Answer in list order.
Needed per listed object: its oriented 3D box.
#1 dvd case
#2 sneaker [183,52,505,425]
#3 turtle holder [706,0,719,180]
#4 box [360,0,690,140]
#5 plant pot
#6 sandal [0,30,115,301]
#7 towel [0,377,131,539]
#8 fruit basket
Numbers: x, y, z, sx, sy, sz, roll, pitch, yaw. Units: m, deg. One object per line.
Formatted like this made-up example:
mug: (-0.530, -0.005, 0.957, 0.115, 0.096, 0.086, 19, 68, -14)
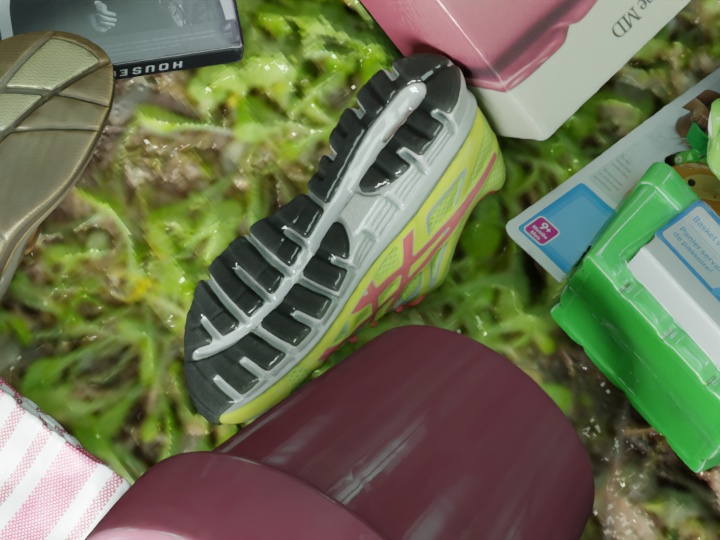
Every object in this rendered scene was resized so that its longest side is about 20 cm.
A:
dvd case: (-0.148, -0.190, 1.176, 0.149, 0.025, 0.202, -9, 73, -10)
sneaker: (0.000, 0.000, 1.110, 0.200, 0.090, 0.078, -49, 47, 1)
turtle holder: (0.219, -0.125, 1.089, 0.185, 0.132, 0.141, -33, 57, 5)
box: (0.052, -0.177, 1.108, 0.128, 0.109, 0.200, -44, 107, -10)
plant pot: (0.002, 0.127, 1.018, 0.200, 0.200, 0.179, 39, 57, 6)
sandal: (-0.180, -0.022, 1.109, 0.080, 0.054, 0.201, 24, 86, 7)
towel: (-0.222, 0.091, 1.058, 0.200, 0.030, 0.147, 38, 88, 6)
fruit basket: (0.198, -0.008, 1.126, 0.199, 0.094, 0.185, -36, 75, -23)
